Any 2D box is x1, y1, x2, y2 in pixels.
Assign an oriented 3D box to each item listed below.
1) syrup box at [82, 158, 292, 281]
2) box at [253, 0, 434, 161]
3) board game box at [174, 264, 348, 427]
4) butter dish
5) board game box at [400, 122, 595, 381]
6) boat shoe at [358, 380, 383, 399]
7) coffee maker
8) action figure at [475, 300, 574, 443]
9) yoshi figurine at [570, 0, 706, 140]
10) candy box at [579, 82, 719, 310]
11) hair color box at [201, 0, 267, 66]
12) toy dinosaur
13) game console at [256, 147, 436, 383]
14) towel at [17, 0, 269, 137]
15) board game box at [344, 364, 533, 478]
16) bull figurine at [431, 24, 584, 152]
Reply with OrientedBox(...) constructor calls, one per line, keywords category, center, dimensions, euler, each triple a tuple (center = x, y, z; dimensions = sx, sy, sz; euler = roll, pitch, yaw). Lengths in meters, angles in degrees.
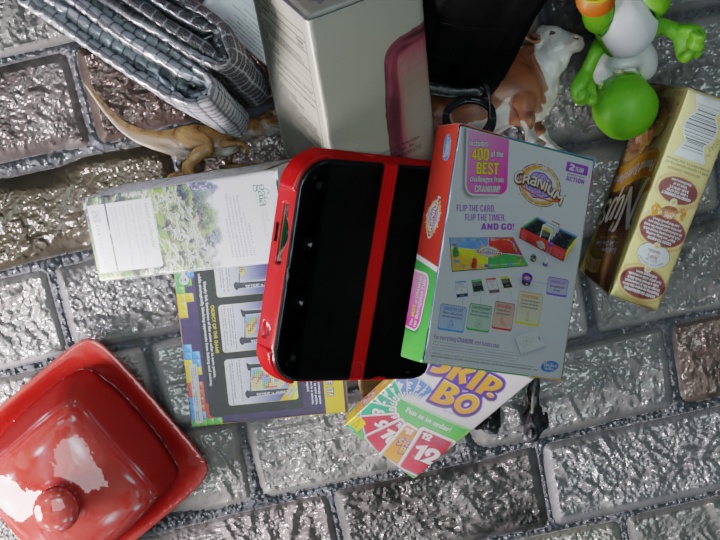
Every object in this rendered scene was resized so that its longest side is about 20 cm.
OrientedBox(category="syrup box", center=(-0.143, -0.046, 0.901), dimensions=(0.196, 0.081, 0.080), euler=(-6, 101, 18))
OrientedBox(category="box", center=(-0.013, -0.173, 0.875), dimensions=(0.108, 0.128, 0.202), euler=(-24, 134, -17))
OrientedBox(category="board game box", center=(-0.100, 0.047, 1.005), dimensions=(0.162, 0.057, 0.204), euler=(-5, 101, -3))
OrientedBox(category="butter dish", center=(-0.285, 0.209, 0.985), dimensions=(0.199, 0.148, 0.201), euler=(-38, 101, 7))
OrientedBox(category="board game box", center=(0.123, -0.013, 0.875), dimensions=(0.151, 0.040, 0.204), euler=(10, 89, -26))
OrientedBox(category="boat shoe", center=(0.026, 0.069, 0.995), dimensions=(0.071, 0.066, 0.202), euler=(-9, 129, 10))
OrientedBox(category="coffee maker", center=(0.108, -0.240, 0.838), dimensions=(0.133, 0.200, 0.195), euler=(-21, 77, -14))
OrientedBox(category="action figure", center=(0.149, 0.068, 0.997), dimensions=(0.116, 0.103, 0.203), euler=(-2, 117, 1))
OrientedBox(category="yoshi figurine", center=(0.242, -0.191, 0.896), dimensions=(0.112, 0.201, 0.113), euler=(31, 76, 25))
OrientedBox(category="candy box", center=(0.283, -0.075, 0.962), dimensions=(0.054, 0.116, 0.203), euler=(18, 100, -5))
OrientedBox(category="hair color box", center=(-0.046, -0.289, 0.935), dimensions=(0.110, 0.064, 0.201), euler=(39, 99, -9))
OrientedBox(category="toy dinosaur", center=(-0.171, -0.122, 0.978), dimensions=(0.196, 0.061, 0.108), euler=(0, 73, -6))
OrientedBox(category="game console", center=(0.000, 0.000, 0.867), dimensions=(0.174, 0.031, 0.204), euler=(1, 105, -34))
OrientedBox(category="towel", center=(-0.181, -0.209, 0.881), dimensions=(0.198, 0.166, 0.086), euler=(34, 93, 4))
OrientedBox(category="board game box", center=(0.081, 0.116, 0.963), dimensions=(0.095, 0.030, 0.200), euler=(37, 117, -12))
OrientedBox(category="bull figurine", center=(0.132, -0.155, 0.957), dimensions=(0.197, 0.065, 0.123), euler=(-22, 65, 11))
